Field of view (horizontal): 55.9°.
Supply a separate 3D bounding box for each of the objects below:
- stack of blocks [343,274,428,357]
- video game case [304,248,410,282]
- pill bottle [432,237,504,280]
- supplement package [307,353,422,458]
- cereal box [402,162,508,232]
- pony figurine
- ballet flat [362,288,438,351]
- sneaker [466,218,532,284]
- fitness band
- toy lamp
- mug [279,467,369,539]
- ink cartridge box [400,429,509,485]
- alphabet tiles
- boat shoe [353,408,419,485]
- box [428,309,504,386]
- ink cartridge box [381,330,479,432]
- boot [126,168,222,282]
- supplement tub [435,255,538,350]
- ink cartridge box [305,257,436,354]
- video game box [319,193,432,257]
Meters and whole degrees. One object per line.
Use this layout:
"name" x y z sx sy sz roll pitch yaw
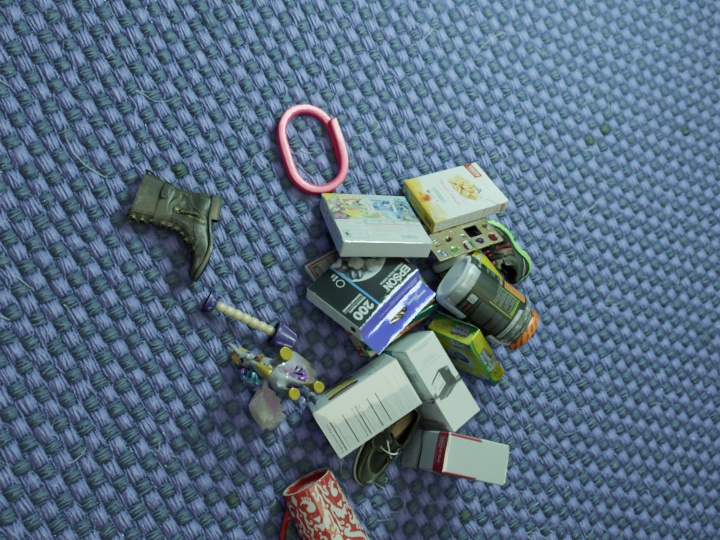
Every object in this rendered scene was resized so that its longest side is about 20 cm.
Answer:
"stack of blocks" 0.060 0.087 1.483 0.200 0.059 0.115 -33 96 -21
"video game case" 0.000 0.000 1.458 0.199 0.017 0.143 -29 66 -21
"pill bottle" 0.264 0.033 1.537 0.112 0.112 0.200 -43 99 -19
"supplement package" 0.005 0.274 1.397 0.200 0.114 0.110 -32 95 -10
"cereal box" 0.214 -0.169 1.543 0.199 0.040 0.144 -18 54 -21
"pony figurine" -0.161 0.214 1.336 0.193 0.200 0.167 50 63 -25
"ballet flat" 0.073 0.097 1.431 0.199 0.071 0.065 -29 67 -24
"sneaker" 0.320 -0.047 1.588 0.200 0.077 0.084 43 68 -10
"fitness band" -0.105 -0.264 1.475 0.143 0.037 0.201 -17 89 -19
"toy lamp" -0.222 0.105 1.379 0.199 0.058 0.058 28 75 -13
"mug" -0.082 0.519 1.347 0.177 0.133 0.201 -26 90 -23
"ink cartridge box" 0.194 0.389 1.427 0.145 0.200 0.084 16 75 -18
"alphabet tiles" 0.197 -0.111 1.521 0.166 0.008 0.200 -18 52 -21
"boat shoe" 0.056 0.370 1.448 0.072 0.068 0.200 43 73 -13
"box" 0.226 0.165 1.462 0.048 0.117 0.200 -50 132 -18
"ink cartridge box" 0.145 0.235 1.453 0.084 0.145 0.201 -33 96 -21
"boot" -0.374 -0.088 1.344 0.173 0.069 0.201 12 76 -14
"supplement tub" 0.268 0.072 1.425 0.200 0.122 0.123 38 73 -9
"ink cartridge box" 0.025 0.042 1.398 0.200 0.043 0.198 37 61 17
"video game box" 0.028 -0.097 1.440 0.199 0.047 0.183 1 40 -20
